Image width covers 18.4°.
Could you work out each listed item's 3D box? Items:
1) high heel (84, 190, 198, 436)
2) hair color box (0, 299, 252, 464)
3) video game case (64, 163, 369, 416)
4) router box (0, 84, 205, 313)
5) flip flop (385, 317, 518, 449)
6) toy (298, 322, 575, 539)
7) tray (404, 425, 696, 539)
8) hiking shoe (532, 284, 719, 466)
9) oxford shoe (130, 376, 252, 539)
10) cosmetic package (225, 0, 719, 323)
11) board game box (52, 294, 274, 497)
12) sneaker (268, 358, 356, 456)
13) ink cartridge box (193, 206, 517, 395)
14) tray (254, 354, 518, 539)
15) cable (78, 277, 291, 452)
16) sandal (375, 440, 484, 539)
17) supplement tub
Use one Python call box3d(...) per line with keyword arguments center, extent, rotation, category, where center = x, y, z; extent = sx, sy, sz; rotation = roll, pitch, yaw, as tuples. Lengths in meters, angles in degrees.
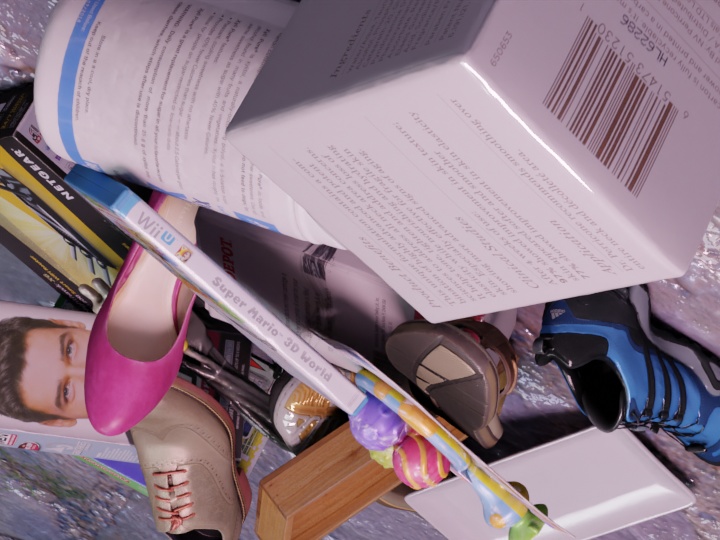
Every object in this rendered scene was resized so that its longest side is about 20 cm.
box3d(center=(-0.134, 0.010, 1.482), extent=(0.067, 0.201, 0.096), rotation=(25, 160, 3), category="high heel")
box3d(center=(-0.188, 0.090, 1.695), extent=(0.198, 0.100, 0.061), rotation=(8, 163, -12), category="hair color box")
box3d(center=(-0.090, 0.010, 1.369), extent=(0.200, 0.018, 0.143), rotation=(41, 175, -20), category="video game case")
box3d(center=(-0.212, -0.047, 1.621), extent=(0.200, 0.052, 0.157), rotation=(43, 151, -28), category="router box")
box3d(center=(0.066, 0.061, 1.362), extent=(0.081, 0.058, 0.200), rotation=(40, 173, 16), category="flip flop")
box3d(center=(0.039, 0.117, 1.440), extent=(0.200, 0.047, 0.115), rotation=(38, 173, -20), category="toy")
box3d(center=(0.139, 0.162, 1.637), extent=(0.199, 0.022, 0.107), rotation=(-24, 125, 36), category="tray")
box3d(center=(0.175, 0.076, 1.428), extent=(0.074, 0.087, 0.200), rotation=(-7, 138, 49), category="hiking shoe")
box3d(center=(-0.125, 0.150, 1.619), extent=(0.070, 0.075, 0.201), rotation=(-4, 140, 18), category="oxford shoe")
box3d(center=(0.074, -0.096, 1.126), extent=(0.167, 0.167, 0.199), rotation=(41, 150, -25), category="cosmetic package")
box3d(center=(-0.167, 0.100, 1.750), extent=(0.199, 0.135, 0.029), rotation=(28, 159, -2), category="board game box")
box3d(center=(-0.037, 0.081, 1.580), extent=(0.087, 0.076, 0.200), rotation=(33, -171, 15), category="sneaker")
box3d(center=(0.000, 0.000, 1.463), extent=(0.199, 0.085, 0.145), rotation=(21, 153, 11), category="ink cartridge box")
box3d(center=(0.017, 0.121, 1.547), extent=(0.037, 0.199, 0.099), rotation=(49, 159, 18), category="tray")
box3d(center=(-0.124, 0.070, 1.604), extent=(0.200, 0.050, 0.097), rotation=(50, 150, -17), category="cable")
box3d(center=(0.064, 0.158, 1.707), extent=(0.199, 0.081, 0.054), rotation=(35, 137, -20), category="sandal")
box3d(center=(-0.078, -0.101, 1.303), extent=(0.199, 0.132, 0.132), rotation=(20, 153, 19), category="supplement tub")
